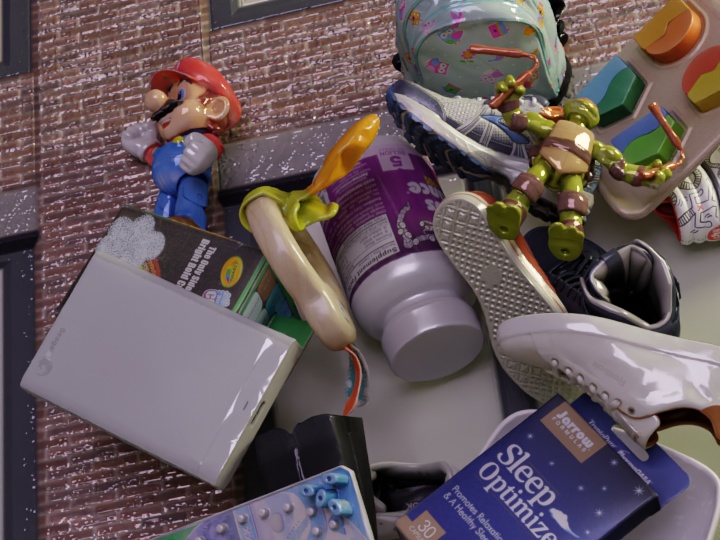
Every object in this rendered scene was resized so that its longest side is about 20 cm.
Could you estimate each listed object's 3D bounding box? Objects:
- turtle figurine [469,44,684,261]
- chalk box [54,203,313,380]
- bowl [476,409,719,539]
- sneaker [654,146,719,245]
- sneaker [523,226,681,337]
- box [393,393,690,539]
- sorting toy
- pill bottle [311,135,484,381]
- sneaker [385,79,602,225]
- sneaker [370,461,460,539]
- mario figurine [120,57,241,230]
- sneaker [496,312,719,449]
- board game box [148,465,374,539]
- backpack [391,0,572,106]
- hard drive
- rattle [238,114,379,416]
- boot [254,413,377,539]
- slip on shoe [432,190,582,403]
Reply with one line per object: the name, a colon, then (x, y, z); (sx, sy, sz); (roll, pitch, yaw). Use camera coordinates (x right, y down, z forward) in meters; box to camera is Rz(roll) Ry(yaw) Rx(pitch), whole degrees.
turtle figurine: (0.155, -0.092, 1.609); (0.200, 0.064, 0.161); (29, 56, -4)
chalk box: (-0.134, 0.048, 1.697); (0.200, 0.124, 0.125); (19, 65, 23)
bowl: (0.168, 0.221, 1.540); (0.200, 0.075, 0.200); (18, 67, 24)
sneaker: (0.289, -0.113, 1.714); (0.108, 0.067, 0.201); (-16, 59, 2)
sneaker: (0.193, 0.003, 1.624); (0.077, 0.146, 0.202); (-39, 56, -8)
box: (0.139, 0.177, 1.514); (0.200, 0.032, 0.121); (-37, 57, -10)
sorting toy: (0.263, -0.156, 1.703); (0.200, 0.036, 0.185); (-42, 36, 10)
pill bottle: (0.036, -0.009, 1.691); (0.112, 0.112, 0.200); (-22, 57, 1)
sneaker: (0.117, -0.116, 1.681); (0.200, 0.077, 0.085); (29, 77, -2)
sneaker: (-0.007, 0.193, 1.597); (0.200, 0.089, 0.074); (-19, 58, 5)
mario figurine: (-0.178, -0.110, 1.815); (0.123, 0.106, 0.200); (-2, 61, 16)
sneaker: (0.195, 0.087, 1.518); (0.200, 0.073, 0.085); (11, 74, 17)
board game box: (-0.069, 0.273, 1.502); (0.200, 0.026, 0.200); (-23, 74, 22)
backpack: (0.106, -0.209, 1.741); (0.167, 0.200, 0.127); (-17, 57, 4)
hard drive: (-0.163, 0.078, 1.600); (0.200, 0.026, 0.132); (24, 78, 24)
rattle: (0.000, 0.000, 1.613); (0.143, 0.130, 0.200); (-28, 67, -9)
boot: (-0.057, 0.224, 1.548); (0.165, 0.066, 0.200); (-16, 81, 22)
slip on shoe: (0.129, 0.019, 1.629); (0.074, 0.061, 0.200); (-29, 96, 27)
